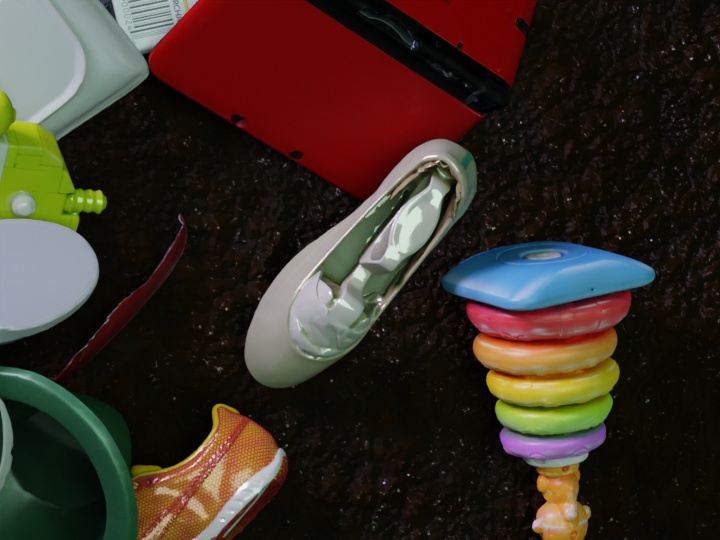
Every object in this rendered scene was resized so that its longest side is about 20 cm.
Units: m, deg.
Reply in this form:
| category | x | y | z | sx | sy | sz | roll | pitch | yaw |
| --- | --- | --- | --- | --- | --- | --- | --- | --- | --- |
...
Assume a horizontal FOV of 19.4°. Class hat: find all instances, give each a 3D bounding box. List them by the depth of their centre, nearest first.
| category | x | y | z | sx | sy | sz | roll | pitch | yaw |
| --- | --- | --- | --- | --- | --- | --- | --- | --- | --- |
| hat | -0.176 | 0.104 | 1.317 | 0.200 | 0.176 | 0.166 | -29 | 97 | 25 |

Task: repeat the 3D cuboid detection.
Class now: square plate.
| category | x | y | z | sx | sy | sz | roll | pitch | yaw |
| --- | --- | --- | --- | --- | --- | --- | --- | --- | --- |
| square plate | -0.255 | -0.131 | 1.242 | 0.198 | 0.028 | 0.200 | -36 | 118 | 0 |

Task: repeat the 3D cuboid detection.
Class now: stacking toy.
| category | x | y | z | sx | sy | sz | roll | pitch | yaw |
| --- | --- | --- | --- | --- | --- | --- | --- | --- | --- |
| stacking toy | 0.126 | 0.086 | 1.368 | 0.116 | 0.110 | 0.201 | -12 | 103 | -27 |

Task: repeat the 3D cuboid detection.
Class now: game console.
| category | x | y | z | sx | sy | sz | roll | pitch | yaw |
| --- | --- | --- | --- | --- | --- | --- | --- | --- | --- |
| game console | -0.005 | -0.166 | 1.320 | 0.200 | 0.118 | 0.173 | 30 | 65 | -30 |

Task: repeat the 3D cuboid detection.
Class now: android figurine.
| category | x | y | z | sx | sy | sz | roll | pitch | yaw |
| --- | --- | --- | --- | --- | --- | --- | --- | --- | --- |
| android figurine | -0.252 | -0.032 | 1.249 | 0.199 | 0.041 | 0.183 | 7 | 121 | -24 |

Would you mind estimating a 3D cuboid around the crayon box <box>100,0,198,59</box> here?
| category | x | y | z | sx | sy | sz | roll | pitch | yaw |
| --- | --- | --- | --- | --- | --- | --- | --- | --- | --- |
| crayon box | -0.074 | -0.213 | 1.336 | 0.199 | 0.051 | 0.128 | -13 | 92 | -15 |

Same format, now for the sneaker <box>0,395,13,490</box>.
| category | x | y | z | sx | sy | sz | roll | pitch | yaw |
| --- | --- | --- | --- | --- | --- | --- | --- | --- | --- |
| sneaker | -0.268 | 0.145 | 1.213 | 0.074 | 0.085 | 0.200 | 34 | 111 | 6 |

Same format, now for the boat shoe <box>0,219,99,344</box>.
| category | x | y | z | sx | sy | sz | roll | pitch | yaw |
| --- | --- | --- | --- | --- | --- | --- | --- | --- | --- |
| boat shoe | -0.250 | 0.028 | 1.229 | 0.199 | 0.070 | 0.071 | -23 | 80 | -22 |

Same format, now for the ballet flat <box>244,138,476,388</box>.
| category | x | y | z | sx | sy | sz | roll | pitch | yaw |
| --- | --- | --- | --- | --- | --- | --- | --- | --- | --- |
| ballet flat | 0.000 | 0.000 | 1.317 | 0.069 | 0.069 | 0.200 | 38 | 97 | -11 |

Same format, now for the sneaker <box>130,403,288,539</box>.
| category | x | y | z | sx | sy | sz | roll | pitch | yaw |
| --- | --- | --- | --- | --- | --- | --- | --- | --- | --- |
| sneaker | -0.133 | 0.169 | 1.311 | 0.077 | 0.073 | 0.200 | 40 | 74 | 11 |
